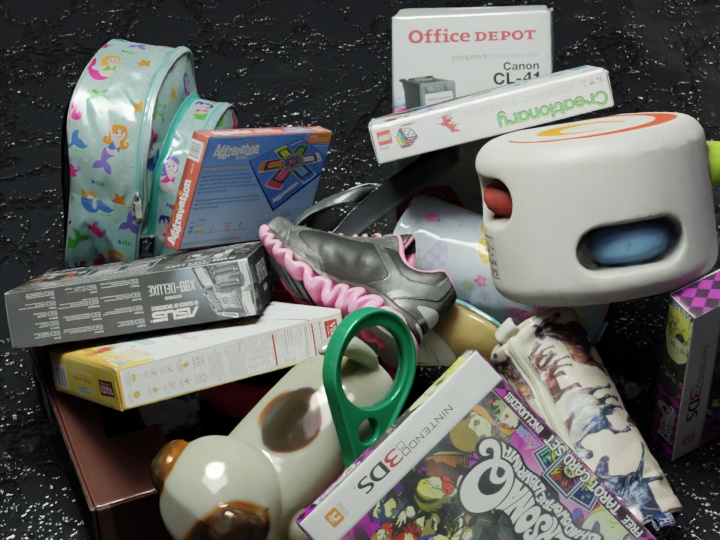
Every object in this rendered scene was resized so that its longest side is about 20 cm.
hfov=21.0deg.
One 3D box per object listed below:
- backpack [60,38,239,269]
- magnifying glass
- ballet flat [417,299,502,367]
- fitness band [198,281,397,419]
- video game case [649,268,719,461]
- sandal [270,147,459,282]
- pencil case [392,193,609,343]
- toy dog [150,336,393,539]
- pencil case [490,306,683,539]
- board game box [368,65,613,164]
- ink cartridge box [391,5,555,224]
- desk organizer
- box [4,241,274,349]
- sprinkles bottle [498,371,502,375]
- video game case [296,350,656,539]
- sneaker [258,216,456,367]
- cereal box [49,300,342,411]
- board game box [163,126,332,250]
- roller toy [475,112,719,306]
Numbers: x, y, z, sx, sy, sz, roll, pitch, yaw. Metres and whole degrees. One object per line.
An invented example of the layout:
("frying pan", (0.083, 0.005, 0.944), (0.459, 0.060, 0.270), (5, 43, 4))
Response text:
("backpack", (-0.189, -0.099, 1.717), (0.150, 0.200, 0.178), (5, 32, 13))
("magnifying glass", (0.001, 0.127, 1.445), (0.080, 0.200, 0.022), (1, 5, -40))
("ballet flat", (0.037, 0.048, 1.615), (0.200, 0.069, 0.063), (22, 59, 42))
("fitness band", (-0.048, 0.067, 1.675), (0.200, 0.037, 0.144), (-6, 47, -1))
("video game case", (0.327, 0.048, 1.560), (0.200, 0.181, 0.036), (-24, 51, -20))
("sandal", (-0.007, -0.057, 1.694), (0.200, 0.043, 0.076), (-35, 7, 2))
("pencil case", (0.118, 0.005, 1.669), (0.200, 0.091, 0.083), (20, 46, 13))
("toy dog", (-0.059, 0.156, 1.479), (0.200, 0.194, 0.140), (-28, 61, -31))
("pencil case", (0.173, 0.125, 1.508), (0.078, 0.089, 0.200), (-34, 73, 23))
("board game box", (0.107, -0.133, 1.635), (0.200, 0.035, 0.126), (-14, 7, 2))
("ink cartridge box", (0.102, -0.135, 1.745), (0.147, 0.200, 0.086), (-2, 11, 5))
("desk organizer", (-0.207, 0.136, 1.588), (0.077, 0.072, 0.200), (-16, 46, -15))
("box", (-0.177, 0.018, 1.597), (0.200, 0.050, 0.158), (-8, 6, 2))
("sprinkles bottle", (0.115, 0.145, 1.557), (0.068, 0.068, 0.200), (7, 46, 11))
("video game case", (0.086, 0.191, 1.410), (0.181, 0.036, 0.200), (-43, 93, -6))
("sneaker", (0.000, 0.000, 1.589), (0.095, 0.079, 0.200), (-44, 51, -15))
("cereal box", (-0.130, 0.064, 1.552), (0.200, 0.040, 0.144), (-14, 10, -29))
("board game box", (-0.096, -0.075, 1.702), (0.019, 0.103, 0.200), (25, 16, 26))
("roller toy", (0.185, -0.044, 1.532), (0.200, 0.140, 0.182), (-1, 11, 36))
